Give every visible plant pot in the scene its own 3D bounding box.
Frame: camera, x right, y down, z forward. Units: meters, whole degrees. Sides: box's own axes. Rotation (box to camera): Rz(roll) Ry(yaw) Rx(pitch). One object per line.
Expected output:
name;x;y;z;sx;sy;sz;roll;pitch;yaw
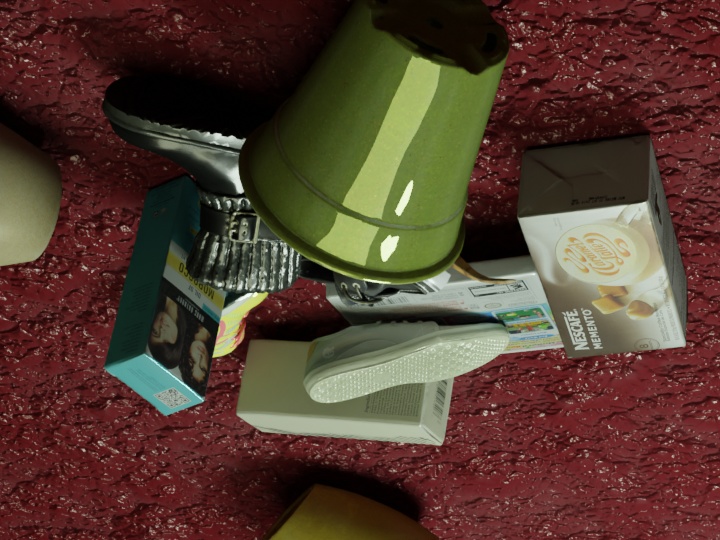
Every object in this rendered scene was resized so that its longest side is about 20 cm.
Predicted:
plant pot;-0.033;0.318;2.044;0.142;0.200;0.200;43;136;-1
plant pot;0.028;-0.126;1.478;0.198;0.201;0.191;18;128;-13
plant pot;-0.367;-0.073;1.621;0.199;0.189;0.187;14;144;-31

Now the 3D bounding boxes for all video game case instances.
video game case;0.090;0.039;1.746;0.198;0.024;0.182;-7;156;18

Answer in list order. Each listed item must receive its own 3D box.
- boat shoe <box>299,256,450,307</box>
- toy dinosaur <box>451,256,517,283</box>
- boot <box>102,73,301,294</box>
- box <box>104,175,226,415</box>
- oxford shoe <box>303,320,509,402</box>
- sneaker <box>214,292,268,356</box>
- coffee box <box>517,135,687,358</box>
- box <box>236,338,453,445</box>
boat shoe;0.000;0.000;1.634;0.070;0.067;0.199;36;171;-39
toy dinosaur;0.050;-0.034;1.611;0.200;0.061;0.106;42;-174;11
boot;-0.134;-0.068;1.606;0.209;0.080;0.159;16;122;-11
box;-0.164;0.020;1.660;0.049;0.201;0.082;-20;134;32
oxford shoe;0.040;0.070;1.726;0.198;0.058;0.075;-11;145;-10
sneaker;-0.137;0.038;1.790;0.090;0.079;0.199;24;145;-32
coffee box;0.215;-0.017;1.642;0.113;0.080;0.201;-5;140;17
box;-0.015;0.117;1.819;0.198;0.083;0.068;3;161;25
